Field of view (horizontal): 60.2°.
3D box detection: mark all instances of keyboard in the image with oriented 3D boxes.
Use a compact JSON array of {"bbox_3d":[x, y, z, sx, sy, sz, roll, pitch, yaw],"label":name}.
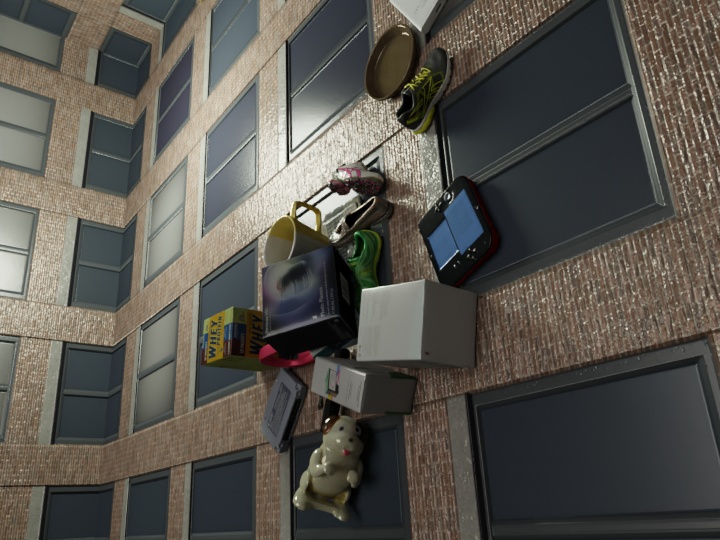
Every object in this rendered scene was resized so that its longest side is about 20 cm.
[{"bbox_3d":[-0.066,0.286,1.487,0.020,0.127,0.204,8,86,26],"label":"keyboard"}]

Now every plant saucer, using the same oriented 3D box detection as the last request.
[{"bbox_3d":[0.080,-0.535,1.610,0.199,0.029,0.204,-20,64,49],"label":"plant saucer"}]

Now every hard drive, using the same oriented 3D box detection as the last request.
[{"bbox_3d":[0.152,-0.698,1.563,0.133,0.026,0.201,-56,41,27],"label":"hard drive"}]

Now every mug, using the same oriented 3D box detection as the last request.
[{"bbox_3d":[-0.143,-0.066,1.612,0.149,0.152,0.189,42,110,51],"label":"mug"}]

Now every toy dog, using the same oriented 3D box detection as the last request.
[{"bbox_3d":[-0.049,0.435,1.424,0.194,0.138,0.203,-70,1,-77],"label":"toy dog"}]

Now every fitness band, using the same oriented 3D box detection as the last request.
[{"bbox_3d":[-0.182,0.216,1.639,0.199,0.142,0.038,-30,55,46],"label":"fitness band"}]

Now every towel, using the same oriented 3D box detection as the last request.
[{"bbox_3d":[-0.058,-0.080,1.653,0.192,0.034,0.203,-29,57,47],"label":"towel"}]

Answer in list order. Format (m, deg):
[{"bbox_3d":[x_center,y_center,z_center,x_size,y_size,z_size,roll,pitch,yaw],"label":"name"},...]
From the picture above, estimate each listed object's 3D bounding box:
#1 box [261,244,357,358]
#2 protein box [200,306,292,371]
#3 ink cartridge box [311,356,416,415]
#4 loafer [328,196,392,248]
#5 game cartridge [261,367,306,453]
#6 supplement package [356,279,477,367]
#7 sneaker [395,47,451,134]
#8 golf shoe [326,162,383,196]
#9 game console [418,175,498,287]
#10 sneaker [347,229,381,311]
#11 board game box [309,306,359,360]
[{"bbox_3d":[-0.125,0.075,1.479,0.196,0.124,0.203,-18,55,14],"label":"box"},{"bbox_3d":[-0.326,0.203,1.793,0.197,0.198,0.137,-22,62,48],"label":"protein box"},{"bbox_3d":[0.003,0.252,1.374,0.199,0.143,0.086,7,87,54],"label":"ink cartridge box"},{"bbox_3d":[-0.013,-0.126,1.549,0.199,0.063,0.073,-31,50,29],"label":"loafer"},{"bbox_3d":[-0.217,0.384,1.729,0.133,0.040,0.203,30,104,50],"label":"game cartridge"},{"bbox_3d":[0.112,0.116,1.261,0.199,0.149,0.155,-12,70,52],"label":"supplement package"},{"bbox_3d":[0.145,-0.421,1.438,0.074,0.084,0.203,29,103,52],"label":"sneaker"},{"bbox_3d":[-0.009,-0.246,1.603,0.198,0.072,0.093,10,69,50],"label":"golf shoe"},{"bbox_3d":[0.199,-0.078,1.305,0.177,0.031,0.202,-46,45,36],"label":"game console"},{"bbox_3d":[0.000,0.000,1.508,0.074,0.083,0.204,-12,71,51],"label":"sneaker"},{"bbox_3d":[-0.092,0.106,1.551,0.150,0.047,0.201,-36,54,1],"label":"board game box"}]
